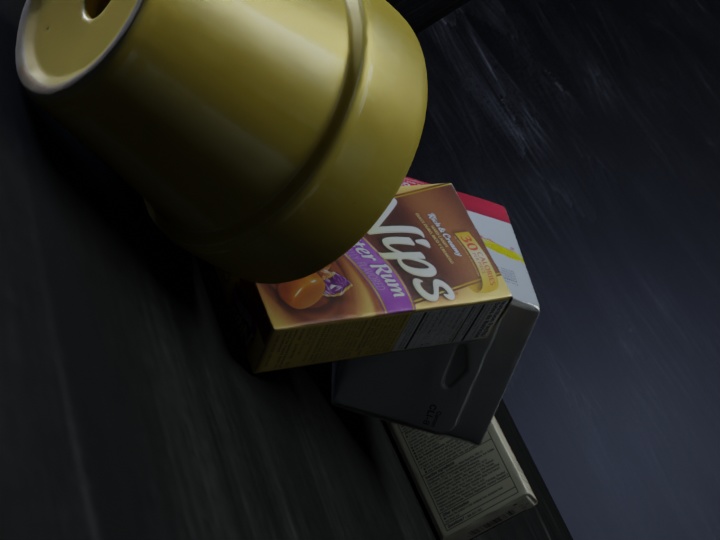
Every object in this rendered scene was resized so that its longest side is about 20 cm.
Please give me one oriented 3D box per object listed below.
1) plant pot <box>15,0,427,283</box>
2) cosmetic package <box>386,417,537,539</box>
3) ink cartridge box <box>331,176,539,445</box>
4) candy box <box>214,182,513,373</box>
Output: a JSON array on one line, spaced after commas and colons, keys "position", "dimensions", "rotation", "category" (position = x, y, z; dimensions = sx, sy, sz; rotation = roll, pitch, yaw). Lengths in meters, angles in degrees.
[{"position": [-0.090, -0.117, 0.618], "dimensions": [0.188, 0.200, 0.202], "rotation": [28, 29, -46], "category": "plant pot"}, {"position": [0.090, 0.167, 1.068], "dimensions": [0.202, 0.102, 0.087], "rotation": [65, 7, 23], "category": "cosmetic package"}, {"position": [0.058, 0.028, 0.938], "dimensions": [0.142, 0.147, 0.201], "rotation": [15, 25, -10], "category": "ink cartridge box"}, {"position": [0.000, 0.000, 0.759], "dimensions": [0.118, 0.197, 0.057], "rotation": [64, -36, 31], "category": "candy box"}]
